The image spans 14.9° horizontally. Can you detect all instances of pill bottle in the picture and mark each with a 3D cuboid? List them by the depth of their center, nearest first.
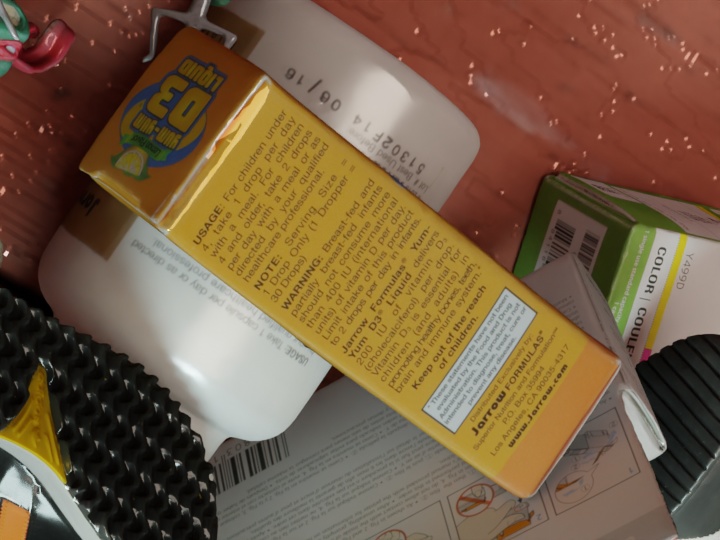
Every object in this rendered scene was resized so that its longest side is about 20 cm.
[{"bbox_3d":[-0.054,0.000,1.030,0.114,0.114,0.201,35,89,-34],"label":"pill bottle"}]

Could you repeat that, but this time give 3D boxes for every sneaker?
[{"bbox_3d":[-0.131,0.057,0.934,0.200,0.090,0.070,41,47,-42],"label":"sneaker"},{"bbox_3d":[0.117,0.114,1.105,0.088,0.074,0.201,16,116,-32],"label":"sneaker"}]

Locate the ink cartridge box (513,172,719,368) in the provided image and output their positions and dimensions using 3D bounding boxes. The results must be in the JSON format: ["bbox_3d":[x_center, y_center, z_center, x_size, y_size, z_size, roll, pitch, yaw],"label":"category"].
[{"bbox_3d":[0.155,0.053,1.189,0.199,0.076,0.149,11,102,-30],"label":"ink cartridge box"}]

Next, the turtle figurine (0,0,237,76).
[{"bbox_3d":[-0.119,-0.139,0.952,0.149,0.100,0.201,3,90,-48],"label":"turtle figurine"}]

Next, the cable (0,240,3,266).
[{"bbox_3d":[-0.219,-0.064,0.883,0.199,0.070,0.201,0,142,5],"label":"cable"}]

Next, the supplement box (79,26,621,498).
[{"bbox_3d":[0.000,0.000,0.952,0.200,0.066,0.069,35,89,-38],"label":"supplement box"}]

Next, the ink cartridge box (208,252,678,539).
[{"bbox_3d":[0.021,0.100,1.036,0.199,0.174,0.044,-29,126,9],"label":"ink cartridge box"}]
